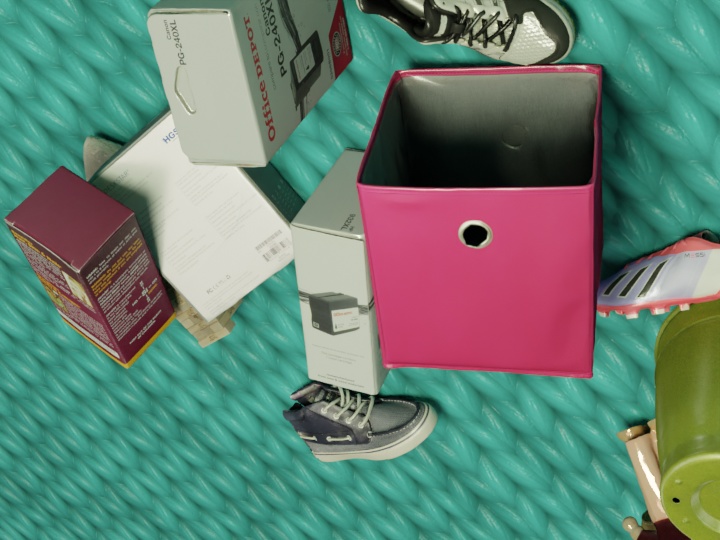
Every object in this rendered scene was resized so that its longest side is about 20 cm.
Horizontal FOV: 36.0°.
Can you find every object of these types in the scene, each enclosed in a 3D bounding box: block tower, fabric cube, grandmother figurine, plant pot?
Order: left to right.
[{"bbox_3d":[-0.220,-0.007,1.266,0.054,0.058,0.200,-27,110,40],"label":"block tower"},{"bbox_3d":[0.116,-0.046,0.987,0.193,0.201,0.201,2,128,14],"label":"fabric cube"},{"bbox_3d":[0.328,0.260,1.162,0.121,0.060,0.203,-35,65,45],"label":"grandmother figurine"},{"bbox_3d":[0.360,0.151,1.041,0.198,0.194,0.202,14,131,17],"label":"plant pot"}]

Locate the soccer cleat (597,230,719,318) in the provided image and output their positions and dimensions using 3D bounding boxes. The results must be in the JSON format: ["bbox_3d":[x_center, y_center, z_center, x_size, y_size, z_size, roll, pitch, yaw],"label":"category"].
[{"bbox_3d":[0.302,0.001,1.050,0.198,0.066,0.078,-9,87,42],"label":"soccer cleat"}]

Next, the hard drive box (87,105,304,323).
[{"bbox_3d":[-0.168,-0.071,1.184,0.155,0.077,0.200,-34,108,21],"label":"hard drive box"}]

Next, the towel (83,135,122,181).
[{"bbox_3d":[-0.253,-0.059,1.299,0.131,0.035,0.202,16,133,12],"label":"towel"}]

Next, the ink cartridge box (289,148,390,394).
[{"bbox_3d":[0.000,0.000,1.137,0.083,0.146,0.202,11,131,19],"label":"ink cartridge box"}]

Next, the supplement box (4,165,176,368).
[{"bbox_3d":[-0.279,0.000,1.171,0.110,0.086,0.201,31,155,22],"label":"supplement box"}]

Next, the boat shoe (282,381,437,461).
[{"bbox_3d":[-0.008,0.175,1.332,0.198,0.075,0.093,-19,123,38],"label":"boat shoe"}]

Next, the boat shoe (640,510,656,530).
[{"bbox_3d":[0.385,0.244,1.193,0.199,0.073,0.064,-25,96,41],"label":"boat shoe"}]

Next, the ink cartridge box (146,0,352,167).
[{"bbox_3d":[-0.090,-0.204,0.979,0.082,0.201,0.147,6,129,23],"label":"ink cartridge box"}]

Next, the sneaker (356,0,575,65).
[{"bbox_3d":[0.086,-0.216,0.958,0.198,0.088,0.076,22,132,8],"label":"sneaker"}]
